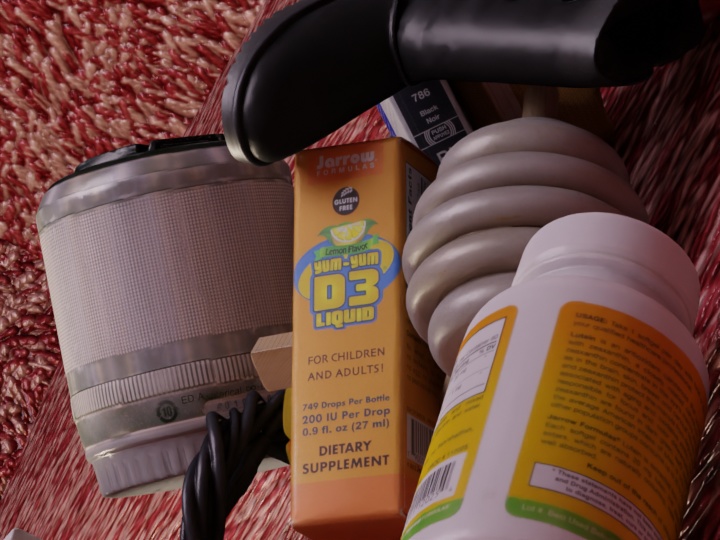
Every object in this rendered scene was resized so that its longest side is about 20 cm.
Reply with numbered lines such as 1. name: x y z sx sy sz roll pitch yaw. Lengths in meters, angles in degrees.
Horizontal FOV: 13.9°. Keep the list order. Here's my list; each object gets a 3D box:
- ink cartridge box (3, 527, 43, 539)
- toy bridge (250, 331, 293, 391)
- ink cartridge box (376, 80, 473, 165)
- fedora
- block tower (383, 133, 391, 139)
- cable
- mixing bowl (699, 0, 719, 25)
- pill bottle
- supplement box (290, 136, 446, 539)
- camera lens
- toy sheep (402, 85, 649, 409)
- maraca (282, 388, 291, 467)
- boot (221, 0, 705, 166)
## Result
1. ink cartridge box: -0.164 0.278 1.761 0.145 0.199 0.148 -49 16 54
2. toy bridge: 0.000 0.000 1.611 0.067 0.027 0.200 -11 28 24
3. ink cartridge box: 0.033 -0.085 1.622 0.039 0.201 0.099 -27 -14 -3
4. fedora: 0.091 -0.097 1.688 0.081 0.201 0.201 -26 10 -3
5. block tower: 0.005 -0.034 1.811 0.058 0.054 0.200 -51 6 -17
6. cable: -0.053 0.145 1.702 0.200 0.051 0.164 -24 -66 -55
7. mixing bowl: 0.129 -0.176 1.583 0.200 0.199 0.109 167 100 -78
8. pill bottle: 0.087 0.074 1.250 0.111 0.111 0.201 -52 14 47
9. supplement box: 0.004 0.037 1.498 0.069 0.066 0.201 37 -131 -59
10. camera lens: -0.106 0.026 1.801 0.160 0.159 0.201 147 113 -71
11. toy sheep: 0.082 -0.006 1.455 0.138 0.137 0.201 130 146 -52
12. maraca: 0.008 0.093 1.658 0.137 0.107 0.201 -48 -24 -51
13. boot: 0.050 -0.103 1.468 0.199 0.066 0.165 9 43 39
